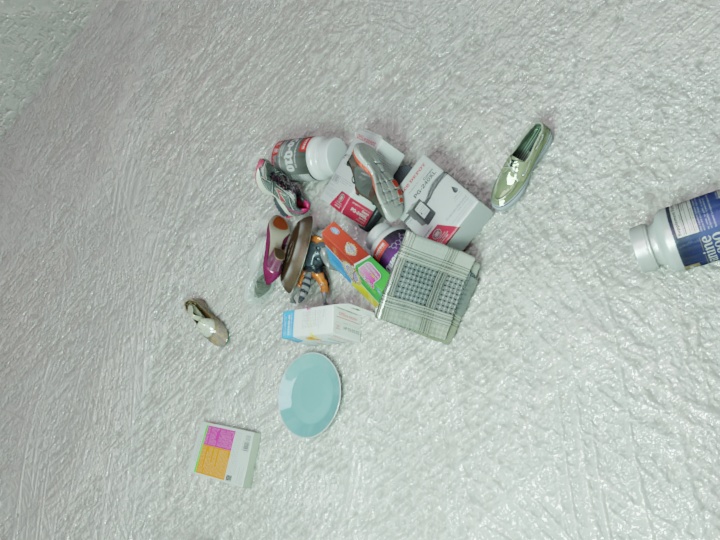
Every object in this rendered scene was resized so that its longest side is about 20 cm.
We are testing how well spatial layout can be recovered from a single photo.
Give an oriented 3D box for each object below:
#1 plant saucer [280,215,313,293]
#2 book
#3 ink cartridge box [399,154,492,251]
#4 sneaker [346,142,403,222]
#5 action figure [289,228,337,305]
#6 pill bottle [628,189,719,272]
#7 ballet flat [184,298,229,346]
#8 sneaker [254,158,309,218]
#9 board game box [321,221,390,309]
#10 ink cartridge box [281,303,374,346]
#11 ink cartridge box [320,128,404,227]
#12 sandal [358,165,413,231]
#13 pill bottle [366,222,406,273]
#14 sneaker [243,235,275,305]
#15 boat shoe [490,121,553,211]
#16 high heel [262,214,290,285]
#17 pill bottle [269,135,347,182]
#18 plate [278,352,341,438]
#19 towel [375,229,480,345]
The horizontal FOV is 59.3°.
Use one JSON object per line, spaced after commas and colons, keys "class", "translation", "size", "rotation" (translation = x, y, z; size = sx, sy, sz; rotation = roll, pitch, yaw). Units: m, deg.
{"class": "plant saucer", "translation": [-0.165, -0.044, 1.595], "size": [0.200, 0.031, 0.204], "rotation": [-162, 89, -77]}
{"class": "book", "translation": [-0.351, 0.471, 1.634], "size": [0.197, 0.048, 0.137], "rotation": [1, 74, 36]}
{"class": "ink cartridge box", "translation": [0.170, -0.138, 1.402], "size": [0.146, 0.083, 0.200], "rotation": [-51, 53, 12]}
{"class": "sneaker", "translation": [0.029, -0.186, 1.421], "size": [0.082, 0.076, 0.203], "rotation": [-43, 63, 42]}
{"class": "action figure", "translation": [-0.091, -0.008, 1.556], "size": [0.197, 0.104, 0.198], "rotation": [5, 83, 36]}
{"class": "pill bottle", "translation": [0.569, -0.065, 1.072], "size": [0.197, 0.110, 0.113], "rotation": [-20, 64, 30]}
{"class": "ballet flat", "translation": [-0.445, 0.146, 1.793], "size": [0.199, 0.067, 0.069], "rotation": [38, 99, 38]}
{"class": "sneaker", "translation": [-0.204, -0.220, 1.652], "size": [0.073, 0.200, 0.082], "rotation": [-2, 57, 32]}
{"class": "board game box", "translation": [0.000, 0.000, 1.423], "size": [0.040, 0.154, 0.200], "rotation": [-40, 66, -14]}
{"class": "ink cartridge box", "translation": [-0.076, 0.130, 1.490], "size": [0.197, 0.114, 0.069], "rotation": [-10, 70, 34]}
{"class": "ink cartridge box", "translation": [0.004, -0.229, 1.541], "size": [0.202, 0.083, 0.145], "rotation": [-59, 31, 6]}
{"class": "sandal", "translation": [0.068, -0.175, 1.533], "size": [0.200, 0.042, 0.077], "rotation": [-46, 41, 27]}
{"class": "pill bottle", "translation": [0.096, -0.020, 1.411], "size": [0.113, 0.112, 0.200], "rotation": [-52, 53, 11]}
{"class": "sneaker", "translation": [-0.277, -0.003, 1.721], "size": [0.098, 0.078, 0.204], "rotation": [4, 69, 44]}
{"class": "boat shoe", "translation": [0.330, -0.223, 1.333], "size": [0.072, 0.062, 0.203], "rotation": [35, 98, 38]}
{"class": "high heel", "translation": [-0.230, -0.059, 1.663], "size": [0.097, 0.066, 0.202], "rotation": [-58, 21, 35]}
{"class": "pill bottle", "translation": [-0.136, -0.294, 1.672], "size": [0.197, 0.113, 0.117], "rotation": [2, 76, 37]}
{"class": "plate", "translation": [-0.119, 0.300, 1.527], "size": [0.197, 0.025, 0.205], "rotation": [-12, 69, 34]}
{"class": "towel", "translation": [0.145, 0.040, 1.305], "size": [0.196, 0.197, 0.034], "rotation": [-69, 23, 2]}
